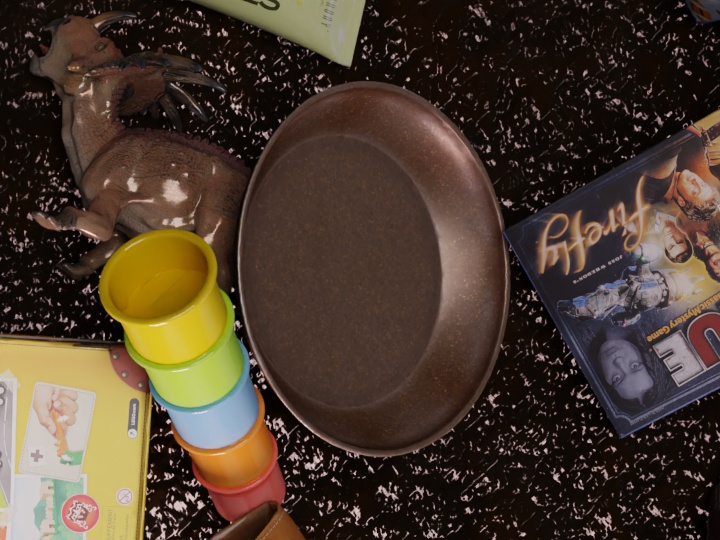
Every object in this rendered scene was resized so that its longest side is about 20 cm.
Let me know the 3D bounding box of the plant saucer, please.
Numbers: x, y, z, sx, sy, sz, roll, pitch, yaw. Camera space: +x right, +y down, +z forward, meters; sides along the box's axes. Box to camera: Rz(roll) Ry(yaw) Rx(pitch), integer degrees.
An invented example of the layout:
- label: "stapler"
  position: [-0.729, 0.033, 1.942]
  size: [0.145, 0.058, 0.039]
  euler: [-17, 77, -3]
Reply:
- label: "plant saucer"
  position: [0.000, 0.000, 1.305]
  size: [0.200, 0.037, 0.201]
  euler: [5, 82, -43]

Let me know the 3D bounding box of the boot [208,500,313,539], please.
- label: "boot"
  position: [-0.069, 0.232, 1.273]
  size: [0.200, 0.077, 0.155]
  euler: [-39, 113, -18]

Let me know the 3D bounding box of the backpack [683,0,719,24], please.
- label: "backpack"
  position: [0.268, -0.201, 1.335]
  size: [0.200, 0.190, 0.154]
  euler: [-41, 99, -13]

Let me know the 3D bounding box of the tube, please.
- label: "tube"
  position: [-0.087, -0.176, 1.315]
  size: [0.200, 0.052, 0.058]
  euler: [16, 125, -18]

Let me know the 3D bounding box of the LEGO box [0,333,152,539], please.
- label: "LEGO box"
  position: [-0.191, 0.132, 1.260]
  size: [0.149, 0.077, 0.200]
  euler: [5, 87, -14]

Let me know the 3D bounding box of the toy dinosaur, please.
- label: "toy dinosaur"
  position: [-0.097, -0.045, 1.292]
  size: [0.200, 0.086, 0.136]
  euler: [36, 73, -17]

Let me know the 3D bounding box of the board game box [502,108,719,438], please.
- label: "board game box"
  position: [0.198, -0.013, 1.331]
  size: [0.200, 0.035, 0.136]
  euler: [-30, 90, 19]

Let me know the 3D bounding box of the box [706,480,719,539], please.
- label: "box"
  position: [0.291, 0.106, 1.337]
  size: [0.100, 0.075, 0.200]
  euler: [35, 121, -12]

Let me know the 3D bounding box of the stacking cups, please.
- label: "stacking cups"
  position: [-0.076, 0.065, 1.243]
  size: [0.060, 0.061, 0.200]
  euler: [-34, 139, -13]
